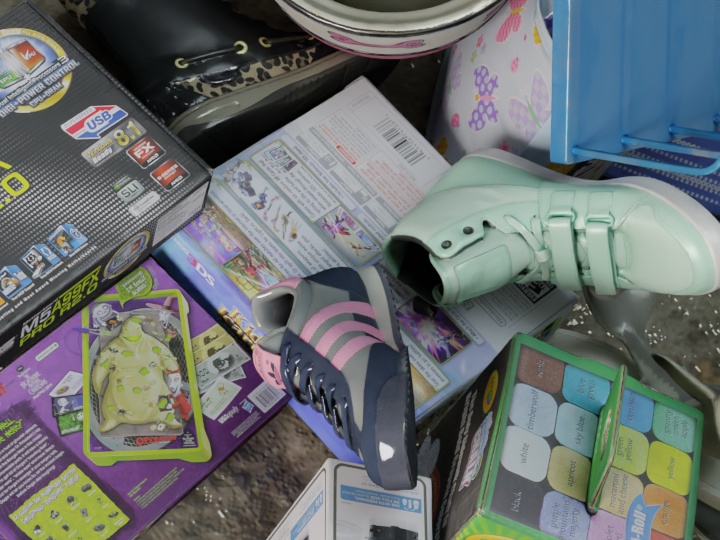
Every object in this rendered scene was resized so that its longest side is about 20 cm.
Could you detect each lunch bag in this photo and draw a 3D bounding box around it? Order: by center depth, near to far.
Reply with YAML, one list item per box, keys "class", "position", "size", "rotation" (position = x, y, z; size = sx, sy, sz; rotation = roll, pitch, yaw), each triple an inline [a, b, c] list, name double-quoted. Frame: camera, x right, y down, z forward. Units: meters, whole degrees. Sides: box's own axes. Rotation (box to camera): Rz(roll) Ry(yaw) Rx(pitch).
- class: "lunch bag"
  position: [0.126, -0.126, 1.402]
  size: [0.127, 0.170, 0.200]
  rotation: [26, 47, -10]

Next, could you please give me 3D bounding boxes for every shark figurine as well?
- class: "shark figurine"
  position: [0.214, 0.066, 1.268]
  size: [0.089, 0.214, 0.129]
  rotation: [-23, 112, -12]

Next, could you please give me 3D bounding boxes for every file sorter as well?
- class: "file sorter"
  position: [0.218, -0.137, 1.260]
  size: [0.200, 0.122, 0.139]
  rotation: [-14, 109, -44]

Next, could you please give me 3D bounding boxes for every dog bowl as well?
- class: "dog bowl"
  position: [0.018, -0.220, 1.342]
  size: [0.199, 0.074, 0.201]
  rotation: [0, 70, 0]

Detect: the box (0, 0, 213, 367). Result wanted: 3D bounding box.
- class: "box"
  position: [-0.208, -0.043, 1.231]
  size: [0.160, 0.044, 0.200]
  rotation: [43, 59, 13]

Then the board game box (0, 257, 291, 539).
- class: "board game box"
  position: [-0.143, 0.087, 1.213]
  size: [0.120, 0.032, 0.200]
  rotation: [47, 50, 4]

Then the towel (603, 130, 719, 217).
- class: "towel"
  position: [0.254, -0.135, 1.467]
  size: [0.144, 0.201, 0.024]
  rotation: [18, 22, -14]

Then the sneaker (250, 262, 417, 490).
- class: "sneaker"
  position: [-0.015, 0.061, 1.169]
  size: [0.082, 0.070, 0.200]
  rotation: [-6, 23, -5]

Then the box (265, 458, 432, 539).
- class: "box"
  position: [-0.010, 0.214, 1.133]
  size: [0.060, 0.117, 0.201]
  rotation: [13, 54, -18]

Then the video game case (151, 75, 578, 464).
- class: "video game case"
  position: [0.000, 0.000, 1.316]
  size: [0.181, 0.045, 0.200]
  rotation: [-34, 73, -34]

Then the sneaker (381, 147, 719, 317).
- class: "sneaker"
  position: [0.107, -0.003, 1.244]
  size: [0.200, 0.074, 0.118]
  rotation: [16, 42, 38]

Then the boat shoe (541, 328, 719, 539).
- class: "boat shoe"
  position: [0.165, 0.105, 1.327]
  size: [0.200, 0.062, 0.073]
  rotation: [32, 50, 25]

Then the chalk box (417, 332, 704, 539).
- class: "chalk box"
  position: [0.107, 0.128, 1.194]
  size: [0.124, 0.200, 0.125]
  rotation: [24, 52, -11]

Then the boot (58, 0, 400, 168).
- class: "boot"
  position: [-0.080, -0.155, 1.385]
  size: [0.203, 0.074, 0.154]
  rotation: [-26, 69, -38]
